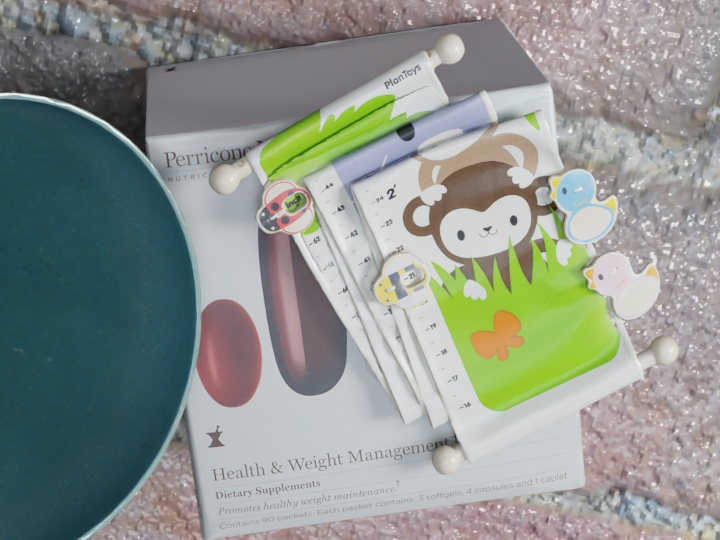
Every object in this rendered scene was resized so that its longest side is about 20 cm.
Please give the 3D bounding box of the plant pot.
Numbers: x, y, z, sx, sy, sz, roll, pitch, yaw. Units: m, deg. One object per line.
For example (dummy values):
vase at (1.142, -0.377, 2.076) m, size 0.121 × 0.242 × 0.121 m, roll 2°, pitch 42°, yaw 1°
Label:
plant pot at (-0.188, 0.018, 0.827) m, size 0.199 × 0.134 × 0.202 m, roll -9°, pitch 105°, yaw -38°

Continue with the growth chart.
growth chart at (0.045, -0.006, 0.852) m, size 0.144 × 0.018 × 0.201 m, roll -34°, pitch 109°, yaw 5°

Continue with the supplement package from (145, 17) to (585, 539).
supplement package at (0.000, 0.000, 0.936) m, size 0.189 × 0.147 × 0.202 m, roll -8°, pitch 109°, yaw -3°
